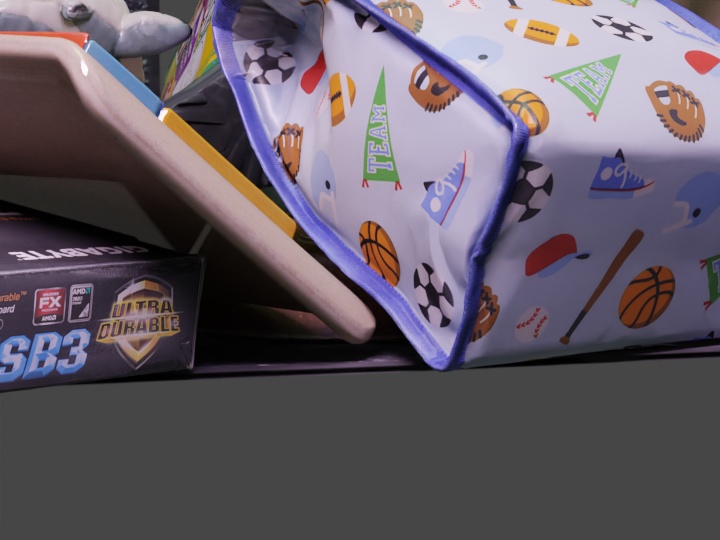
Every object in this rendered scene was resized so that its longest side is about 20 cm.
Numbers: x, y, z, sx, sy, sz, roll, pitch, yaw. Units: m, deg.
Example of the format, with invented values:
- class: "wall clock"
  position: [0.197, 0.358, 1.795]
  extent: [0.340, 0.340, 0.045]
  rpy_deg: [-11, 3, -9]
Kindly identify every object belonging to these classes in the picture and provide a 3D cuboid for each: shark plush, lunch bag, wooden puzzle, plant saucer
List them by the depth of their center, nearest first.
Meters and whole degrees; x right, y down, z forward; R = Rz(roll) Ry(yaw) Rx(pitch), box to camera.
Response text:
- class: "wooden puzzle"
  position: [-0.107, -0.042, 0.864]
  extent: [0.199, 0.037, 0.185]
  rpy_deg: [14, -20, 41]
- class: "lunch bag"
  position: [0.056, -0.064, 0.910]
  extent: [0.169, 0.124, 0.200]
  rpy_deg: [-2, 31, -35]
- class: "plant saucer"
  position: [0.000, 0.000, 0.997]
  extent: [0.199, 0.035, 0.200]
  rpy_deg: [-1, 8, 0]
- class: "shark plush"
  position: [-0.165, -0.111, 1.216]
  extent: [0.091, 0.084, 0.200]
  rpy_deg: [27, 10, 17]

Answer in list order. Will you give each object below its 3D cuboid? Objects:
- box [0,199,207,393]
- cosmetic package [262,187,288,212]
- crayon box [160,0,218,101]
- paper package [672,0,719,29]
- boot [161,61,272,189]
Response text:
- class: "box"
  position: [-0.192, 0.001, 0.811]
  extent: [0.198, 0.050, 0.200]
  rpy_deg: [13, 12, 38]
- class: "cosmetic package"
  position: [-0.096, -0.055, 1.382]
  extent: [0.082, 0.051, 0.200]
  rpy_deg: [1, 7, 30]
- class: "crayon box"
  position: [-0.056, -0.131, 1.250]
  extent: [0.058, 0.173, 0.200]
  rpy_deg: [22, 25, -11]
- class: "paper package"
  position: [0.237, -0.118, 1.313]
  extent: [0.103, 0.192, 0.200]
  rpy_deg: [2, 8, -7]
- class: "boot"
  position: [-0.100, -0.061, 1.121]
  extent: [0.168, 0.077, 0.200]
  rpy_deg: [-5, 20, 46]
